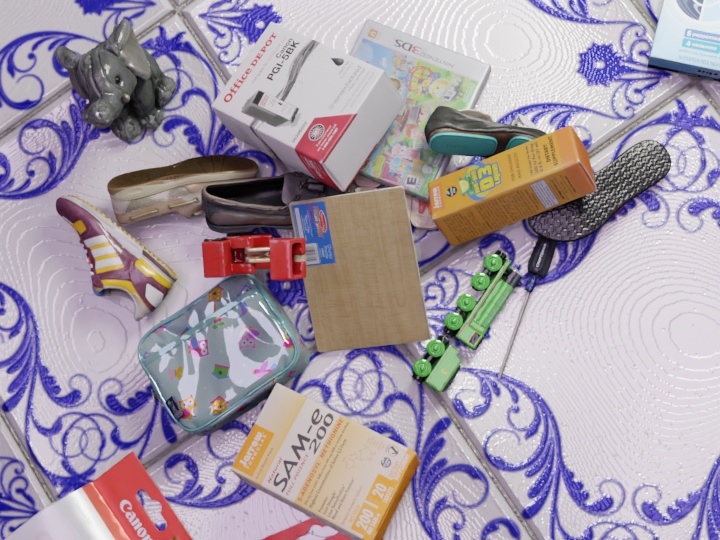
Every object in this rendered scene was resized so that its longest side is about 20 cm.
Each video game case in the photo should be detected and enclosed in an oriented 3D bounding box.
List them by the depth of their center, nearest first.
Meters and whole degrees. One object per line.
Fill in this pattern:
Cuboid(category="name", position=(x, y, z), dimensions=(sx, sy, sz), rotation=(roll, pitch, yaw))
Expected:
Cuboid(category="video game case", position=(0.049, -0.211, 1.667), dimensions=(0.182, 0.022, 0.200), rotation=(23, 81, 13))

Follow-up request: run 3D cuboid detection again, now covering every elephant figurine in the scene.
Cuboid(category="elephant figurine", position=(-0.324, -0.256, 1.654), dimensions=(0.155, 0.200, 0.142), rotation=(32, 88, 13))

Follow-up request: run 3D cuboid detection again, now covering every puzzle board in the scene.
Cuboid(category="puzzle board", position=(0.000, 0.000, 1.613), dimensions=(0.150, 0.017, 0.201), rotation=(-7, 103, 16))

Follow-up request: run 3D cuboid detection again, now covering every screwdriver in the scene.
Cuboid(category="screwdriver", position=(0.204, 0.041, 1.607), dimensions=(0.029, 0.028, 0.200), rotation=(27, 82, -17))

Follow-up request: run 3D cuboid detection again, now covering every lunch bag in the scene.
Cuboid(category="lunch bag", position=(-0.182, 0.107, 1.636), dimensions=(0.200, 0.077, 0.161), rotation=(-34, 78, 3))

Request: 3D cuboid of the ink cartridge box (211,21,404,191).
Cuboid(category="ink cartridge box", position=(-0.069, -0.211, 1.628), dimensions=(0.200, 0.083, 0.147), rotation=(28, 79, 31))

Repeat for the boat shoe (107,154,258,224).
Cuboid(category="boat shoe", position=(-0.231, -0.105, 1.689), dimensions=(0.199, 0.072, 0.065), rotation=(-11, 116, -4))

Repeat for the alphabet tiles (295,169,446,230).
Cuboid(category="alphabet tiles", position=(0.011, -0.108, 1.671), dimensions=(0.199, 0.015, 0.196), rotation=(5, 82, 10))

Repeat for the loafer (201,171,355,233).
Cuboid(category="loafer", position=(-0.107, -0.093, 1.635), dimensions=(0.199, 0.063, 0.072), rotation=(-9, 48, 5))

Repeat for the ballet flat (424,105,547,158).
Cuboid(category="ballet flat", position=(0.179, -0.170, 1.617), dimensions=(0.199, 0.068, 0.069), rotation=(14, 52, -11))

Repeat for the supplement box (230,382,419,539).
Cuboid(category="supplement box", position=(-0.043, 0.243, 1.583), dimensions=(0.200, 0.074, 0.126), rotation=(24, 76, 14))

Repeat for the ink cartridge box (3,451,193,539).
Cuboid(category="ink cartridge box", position=(-0.336, 0.355, 1.639), dimensions=(0.200, 0.057, 0.163), rotation=(-39, 77, 6))

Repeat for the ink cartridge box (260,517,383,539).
Cuboid(category="ink cartridge box", position=(-0.028, 0.402, 1.580), dimensions=(0.162, 0.050, 0.201), rotation=(-24, 81, 5))

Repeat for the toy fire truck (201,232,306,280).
Cuboid(category="toy fire truck", position=(-0.120, -0.020, 1.582), dimensions=(0.141, 0.200, 0.049), rotation=(-2, 95, 13))

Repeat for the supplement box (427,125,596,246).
Cuboid(category="supplement box", position=(0.185, -0.103, 1.580), dimensions=(0.200, 0.069, 0.067), rotation=(-23, 49, 21))

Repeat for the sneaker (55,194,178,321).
Cuboid(category="sneaker", position=(-0.341, -0.018, 1.684), dimensions=(0.200, 0.075, 0.090), rotation=(36, 83, 14))

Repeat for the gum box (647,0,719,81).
Cuboid(category="gum box", position=(0.471, -0.340, 1.616), dimensions=(0.169, 0.045, 0.201), rotation=(15, 83, 12))

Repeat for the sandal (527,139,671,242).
Cuboid(category="sandal", position=(0.302, -0.094, 1.610), dimensions=(0.200, 0.045, 0.075), rotation=(-30, 82, -7))

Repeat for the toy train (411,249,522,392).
Cuboid(category="toy train", position=(0.136, 0.066, 1.611), dimensions=(0.056, 0.042, 0.200), rotation=(35, 88, 3))
